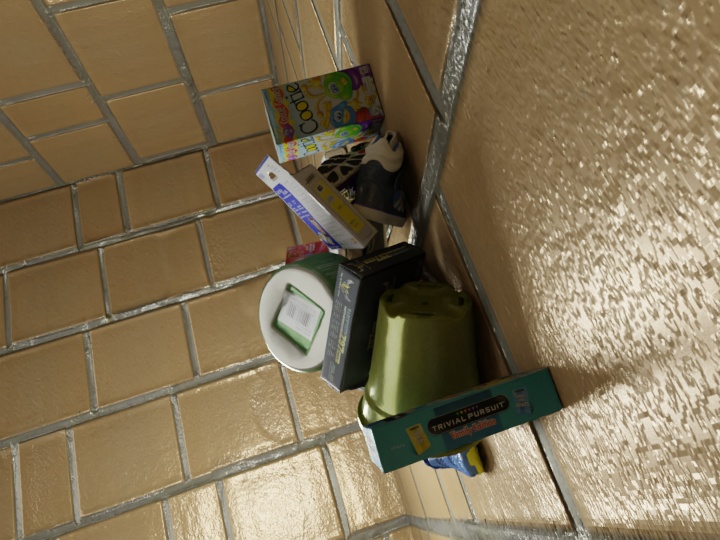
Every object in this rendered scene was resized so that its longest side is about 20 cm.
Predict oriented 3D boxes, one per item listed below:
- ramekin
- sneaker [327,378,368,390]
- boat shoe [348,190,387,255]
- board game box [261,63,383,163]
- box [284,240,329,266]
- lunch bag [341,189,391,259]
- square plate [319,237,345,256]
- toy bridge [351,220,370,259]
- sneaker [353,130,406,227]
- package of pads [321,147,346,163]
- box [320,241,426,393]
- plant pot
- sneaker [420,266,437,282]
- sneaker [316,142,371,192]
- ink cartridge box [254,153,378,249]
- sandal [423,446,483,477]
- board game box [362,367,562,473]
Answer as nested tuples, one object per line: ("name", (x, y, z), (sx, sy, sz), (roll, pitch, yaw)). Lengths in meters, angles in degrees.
("ramekin", (-0.079, 0.073, 0.909), (0.097, 0.197, 0.204), (-10, -98, -59))
("sneaker", (0.033, 0.198, 1.022), (0.077, 0.196, 0.077), (0, -80, -71))
("boat shoe", (0.009, -0.112, 1.040), (0.060, 0.071, 0.206), (5, -105, -56))
("board game box", (-0.070, -0.285, 0.981), (0.105, 0.196, 0.105), (129, 124, -82))
("box", (-0.102, 0.035, 1.105), (0.201, 0.093, 0.101), (-97, -5, -57))
("lunch bag", (-0.007, -0.132, 1.172), (0.201, 0.115, 0.167), (106, 145, -67))
("square plate", (-0.071, -0.085, 1.195), (0.199, 0.028, 0.203), (91, 158, -64))
("toy bridge", (0.000, 0.000, 0.955), (0.067, 0.027, 0.205), (17, -109, -76))
("sneaker", (0.050, -0.157, 0.916), (0.200, 0.079, 0.149), (-10, -64, -72))
("package of pads", (-0.057, -0.234, 1.506), (0.154, 0.067, 0.204), (-157, 52, -81))
("box", (0.020, 0.069, 0.823), (0.051, 0.156, 0.204), (29, 121, 33))
("plant pot", (0.091, 0.124, 0.765), (0.201, 0.196, 0.188), (-123, 29, -66))
("sneaker", (0.073, 0.042, 0.925), (0.201, 0.110, 0.079), (-117, 13, -58))
("sneaker", (-0.006, -0.168, 0.953), (0.200, 0.079, 0.085), (-40, -52, -50))
("ink cartridge box", (-0.080, -0.116, 0.883), (0.200, 0.047, 0.197), (47, 169, -14))
("sandal", (0.163, 0.336, 0.975), (0.200, 0.085, 0.081), (110, 145, -75))
("board game box", (0.104, 0.169, 0.612), (0.151, 0.196, 0.048), (102, 150, -74))
